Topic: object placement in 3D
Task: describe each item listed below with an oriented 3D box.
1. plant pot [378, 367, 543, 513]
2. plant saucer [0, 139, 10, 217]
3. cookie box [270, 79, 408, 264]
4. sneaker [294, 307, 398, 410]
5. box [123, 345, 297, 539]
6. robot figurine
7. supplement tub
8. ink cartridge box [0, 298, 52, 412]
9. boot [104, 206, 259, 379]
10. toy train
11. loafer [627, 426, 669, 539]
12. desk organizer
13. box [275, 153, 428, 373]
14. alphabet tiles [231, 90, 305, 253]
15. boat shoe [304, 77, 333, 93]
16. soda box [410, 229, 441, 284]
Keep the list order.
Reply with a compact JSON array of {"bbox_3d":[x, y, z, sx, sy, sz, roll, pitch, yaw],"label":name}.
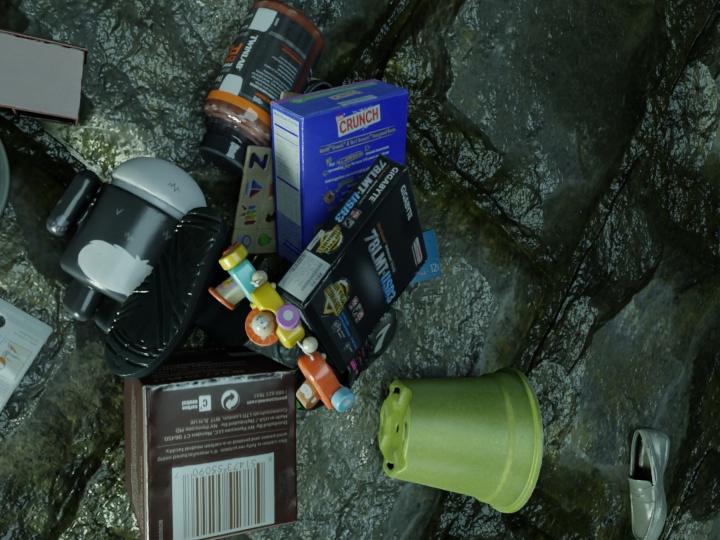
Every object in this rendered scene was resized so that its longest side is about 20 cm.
[{"bbox_3d":[0.128,0.229,0.909,0.180,0.200,0.206,9,88,-14],"label":"plant pot"},{"bbox_3d":[-0.471,-0.103,0.657,0.196,0.050,0.206,1,88,-27],"label":"plant saucer"},{"bbox_3d":[-0.024,-0.120,0.805,0.169,0.075,0.204,-23,129,-36],"label":"cookie box"},{"bbox_3d":[-0.014,0.125,0.879,0.200,0.083,0.077,-43,109,-19],"label":"sneaker"},{"bbox_3d":[-0.178,0.187,0.734,0.162,0.199,0.169,-2,93,-26],"label":"box"},{"bbox_3d":[-0.259,-0.030,0.732,0.123,0.150,0.203,23,79,17],"label":"robot figurine"},{"bbox_3d":[-0.128,-0.222,0.798,0.106,0.106,0.204,28,79,-24],"label":"supplement tub"},{"bbox_3d":[-0.461,0.112,0.689,0.161,0.050,0.203,36,59,-23],"label":"ink cartridge box"},{"bbox_3d":[-0.182,0.053,0.724,0.169,0.075,0.203,67,42,-59],"label":"boot"},{"bbox_3d":[-0.090,0.062,0.657,0.055,0.200,0.151,-36,145,-12],"label":"toy train"},{"bbox_3d":[0.514,0.388,1.165,0.068,0.070,0.205,11,79,-21],"label":"loafer"},{"bbox_3d":[-0.400,-0.214,0.683,0.195,0.071,0.079,6,92,-26],"label":"desk organizer"},{"bbox_3d":[0.000,0.000,0.769,0.199,0.049,0.201,-50,153,-17],"label":"box"},{"bbox_3d":[-0.080,-0.119,0.813,0.165,0.007,0.205,-5,116,-44],"label":"alphabet tiles"},{"bbox_3d":[-0.072,-0.157,0.852,0.073,0.062,0.205,12,90,-27],"label":"boat shoe"},{"bbox_3d":[0.014,-0.004,0.900,0.196,0.064,0.070,-15,98,-26],"label":"soda box"}]
